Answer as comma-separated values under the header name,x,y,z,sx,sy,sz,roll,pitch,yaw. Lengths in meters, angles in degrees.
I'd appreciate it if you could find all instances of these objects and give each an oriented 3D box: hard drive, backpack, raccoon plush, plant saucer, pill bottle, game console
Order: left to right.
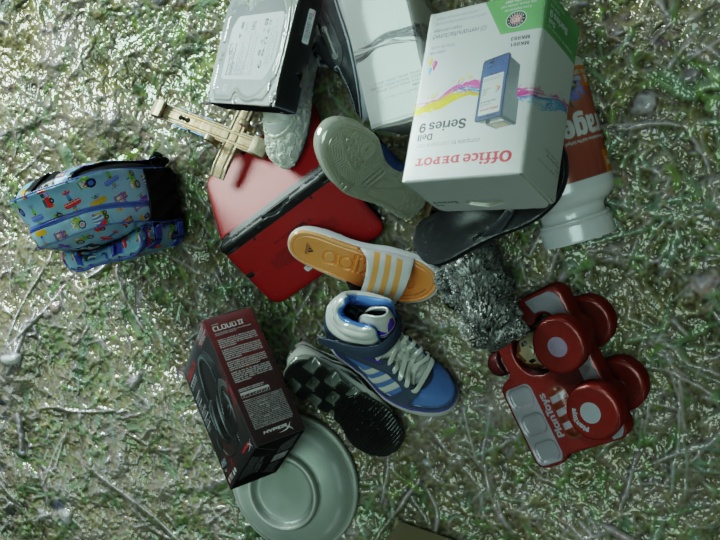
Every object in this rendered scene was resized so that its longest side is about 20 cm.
name,x,y,z,sx,sy,sz,roll,pitch,yaw
backpack,-0.356,-0.075,1.151,0.180,0.200,0.137,-14,93,19
hard drive,-0.123,-0.268,1.052,0.199,0.037,0.142,20,97,56
plant saucer,-0.100,0.302,1.191,0.196,0.050,0.204,2,98,19
game console,-0.091,-0.088,1.152,0.199,0.119,0.173,-33,117,20
raccoon plush,0.124,0.002,0.989,0.096,0.134,0.202,-29,111,9
pill bottle,0.227,-0.133,0.985,0.110,0.112,0.204,-16,93,20

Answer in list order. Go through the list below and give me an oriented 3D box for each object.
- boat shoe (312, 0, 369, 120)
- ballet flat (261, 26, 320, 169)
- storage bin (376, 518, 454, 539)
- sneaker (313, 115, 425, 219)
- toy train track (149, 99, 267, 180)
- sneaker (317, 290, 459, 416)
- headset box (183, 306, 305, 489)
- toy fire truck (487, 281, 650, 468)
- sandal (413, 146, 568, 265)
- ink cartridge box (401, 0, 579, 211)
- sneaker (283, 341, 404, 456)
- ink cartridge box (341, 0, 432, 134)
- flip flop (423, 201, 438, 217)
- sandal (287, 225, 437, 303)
name,x,y,z,sx,sy,sz,roll,pitch,yaw
boat shoe,-0.030,-0.279,1.053,0.067,0.072,0.203,-15,112,3
ballet flat,-0.095,-0.234,1.087,0.070,0.072,0.204,12,86,17
storage bin,0.107,0.459,1.116,0.197,0.094,0.202,13,101,17
sneaker,-0.009,-0.134,1.006,0.111,0.199,0.077,40,100,40
toy train track,-0.210,-0.196,1.157,0.197,0.033,0.116,22,84,23
sneaker,0.041,0.100,1.053,0.198,0.147,0.081,32,68,10
headset box,-0.161,0.159,1.121,0.202,0.076,0.149,62,147,21
toy fire truck,0.235,0.127,1.027,0.167,0.111,0.202,-30,86,39
sandal,0.143,-0.069,0.935,0.199,0.043,0.077,-37,69,19
ink cartridge box,0.136,-0.171,0.891,0.143,0.087,0.204,0,74,38
sneaker,-0.017,0.163,1.136,0.074,0.089,0.200,-41,108,14
ink cartridge box,0.044,-0.270,1.011,0.083,0.145,0.204,-15,92,18
flip flop,0.110,-0.071,1.062,0.080,0.057,0.204,-5,97,22
sandal,-0.002,0.006,1.087,0.203,0.060,0.080,16,128,4
